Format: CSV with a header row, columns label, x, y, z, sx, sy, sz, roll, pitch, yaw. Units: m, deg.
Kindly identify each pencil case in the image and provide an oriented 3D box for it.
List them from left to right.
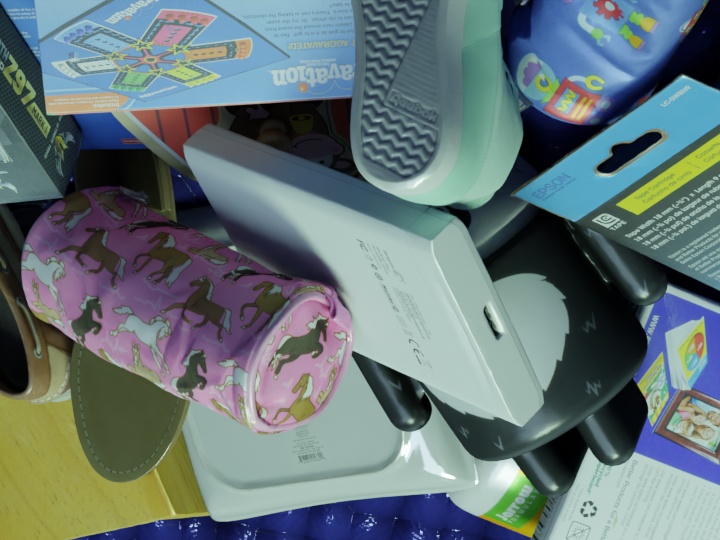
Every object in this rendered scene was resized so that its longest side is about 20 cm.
label,x,y,z,sx,sy,sz,roll,pitch,yaw
pencil case,-0.094,0.019,1.364,0.200,0.083,0.087,26,118,38
pencil case,0.132,-0.152,1.224,0.087,0.078,0.200,33,145,4

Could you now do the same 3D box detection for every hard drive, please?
label,x,y,z,sx,sy,sz,roll,pitch,yaw
hard drive,0.000,0.000,1.319,0.200,0.027,0.132,22,149,46

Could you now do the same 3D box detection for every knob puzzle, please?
label,x,y,z,sx,sy,sz,roll,pitch,yaw
knob puzzle,-0.037,-0.092,1.360,0.219,0.031,0.220,-3,141,-2

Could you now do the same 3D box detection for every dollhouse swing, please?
label,x,y,z,sx,sy,sz,roll,pitch,yaw
dollhouse swing,-0.171,0.100,1.681,0.200,0.176,0.182,-15,102,35

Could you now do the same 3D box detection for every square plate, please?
label,x,y,z,sx,sy,sz,roll,pitch,yaw
square plate,-0.043,0.052,1.509,0.200,0.028,0.199,-11,101,32

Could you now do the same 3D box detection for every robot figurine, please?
label,x,y,z,sx,sy,sz,roll,pitch,yaw
robot figurine,0.079,0.026,1.406,0.200,0.150,0.125,56,165,-10

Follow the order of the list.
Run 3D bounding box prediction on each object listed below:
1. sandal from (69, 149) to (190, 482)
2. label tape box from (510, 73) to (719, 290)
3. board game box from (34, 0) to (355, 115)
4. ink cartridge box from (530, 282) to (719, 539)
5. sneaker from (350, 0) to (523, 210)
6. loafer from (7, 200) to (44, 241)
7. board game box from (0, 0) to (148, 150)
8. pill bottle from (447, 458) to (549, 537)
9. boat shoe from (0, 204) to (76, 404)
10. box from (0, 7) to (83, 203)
label,x,y,z,sx,sy,sz,roll,pitch,yaw
sandal,-0.124,0.014,1.487,0.077,0.212,0.070,-1,-175,19
label tape box,0.201,-0.056,1.322,0.200,0.063,0.144,24,144,-26
board game box,-0.065,-0.135,1.286,0.199,0.019,0.103,-3,111,1
ink cartridge box,0.219,0.129,1.492,0.200,0.198,0.043,22,-177,-8
sneaker,0.041,-0.127,1.233,0.074,0.201,0.118,4,173,21
loafer,-0.228,0.011,1.573,0.200,0.072,0.073,-24,129,40
board game box,-0.207,-0.125,1.404,0.200,0.045,0.135,0,142,19
pill bottle,0.119,0.110,1.553,0.200,0.111,0.111,23,144,-12
boat shoe,-0.237,-0.002,1.498,0.200,0.072,0.076,45,112,9
box,-0.274,-0.097,1.382,0.200,0.051,0.158,-4,140,23
